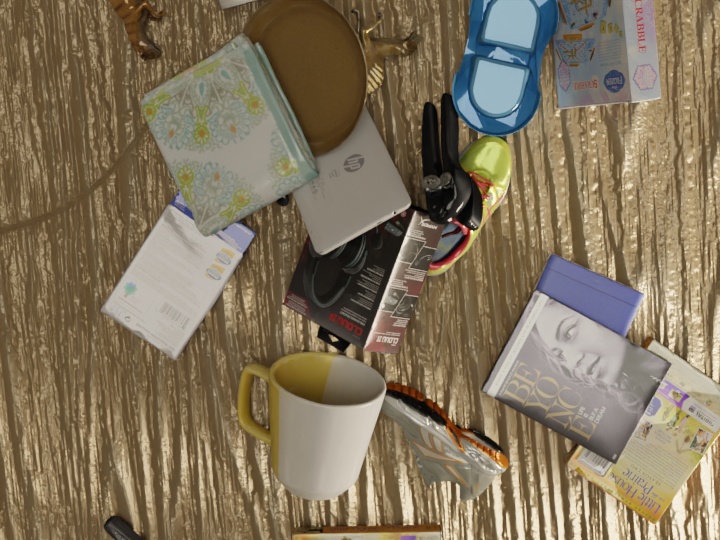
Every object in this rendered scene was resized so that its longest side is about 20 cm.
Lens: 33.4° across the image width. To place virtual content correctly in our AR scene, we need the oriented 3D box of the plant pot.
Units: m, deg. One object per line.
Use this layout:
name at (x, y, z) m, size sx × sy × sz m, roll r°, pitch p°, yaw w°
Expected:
plant pot at (-0.070, -0.241, 1.484) m, size 0.198 × 0.027 × 0.202 m, roll 9°, pitch 108°, yaw 30°

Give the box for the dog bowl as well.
dog bowl at (0.178, -0.268, 1.495) m, size 0.110 × 0.050 × 0.202 m, roll 12°, pitch 96°, yaw 1°

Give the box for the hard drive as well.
hard drive at (0.265, 0.095, 1.550) m, size 0.131 × 0.025 × 0.202 m, roll 23°, pitch 97°, yaw -1°

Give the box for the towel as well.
towel at (-0.164, -0.168, 1.487) m, size 0.170 × 0.048 × 0.201 m, roll -27°, pitch 87°, yaw 16°

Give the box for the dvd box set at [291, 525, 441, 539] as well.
dvd box set at (0.010, 0.413, 1.590) m, size 0.198 × 0.029 × 0.148 m, roll -2°, pitch 97°, yaw 1°

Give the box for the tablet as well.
tablet at (-0.024, -0.118, 1.473) m, size 0.129 × 0.201 × 0.014 m, roll -28°, pitch 140°, yaw 6°

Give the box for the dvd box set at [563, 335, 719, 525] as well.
dvd box set at (0.379, 0.208, 1.557) m, size 0.146 × 0.029 × 0.201 m, roll 33°, pitch 97°, yaw -2°

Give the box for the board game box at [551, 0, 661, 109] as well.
board game box at (0.281, -0.295, 1.413) m, size 0.041 × 0.200 × 0.202 m, roll -8°, pitch 98°, yaw -13°

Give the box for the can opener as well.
can opener at (0.100, -0.135, 1.465) m, size 0.063 × 0.079 × 0.201 m, roll -22°, pitch 52°, yaw 17°

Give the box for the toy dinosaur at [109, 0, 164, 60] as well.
toy dinosaur at (-0.299, -0.362, 1.499) m, size 0.106 × 0.060 × 0.201 m, roll -29°, pitch 95°, yaw 7°

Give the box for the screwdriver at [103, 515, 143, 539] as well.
screwdriver at (-0.264, 0.399, 1.612) m, size 0.200 × 0.028 × 0.029 m, roll 39°, pitch 68°, yaw -5°

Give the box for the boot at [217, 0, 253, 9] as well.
boot at (-0.091, -0.390, 1.479) m, size 0.198 × 0.073 × 0.091 m, roll -14°, pitch 102°, yaw 5°

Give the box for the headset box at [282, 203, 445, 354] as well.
headset box at (0.000, 0.000, 1.489) m, size 0.148 × 0.077 × 0.202 m, roll 27°, pitch 99°, yaw 37°

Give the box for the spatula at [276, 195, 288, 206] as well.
spatula at (-0.150, -0.168, 1.534) m, size 0.056 × 0.021 × 0.201 m, roll -29°, pitch 101°, yaw 33°

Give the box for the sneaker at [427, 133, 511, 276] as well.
sneaker at (0.132, -0.077, 1.502) m, size 0.078 × 0.090 × 0.201 m, roll 27°, pitch 97°, yaw -1°

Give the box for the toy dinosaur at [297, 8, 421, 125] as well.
toy dinosaur at (-0.020, -0.260, 1.499) m, size 0.199 × 0.058 × 0.102 m, roll -33°, pitch 93°, yaw 3°

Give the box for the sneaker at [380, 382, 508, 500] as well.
sneaker at (0.088, 0.228, 1.553) m, size 0.199 × 0.076 × 0.092 m, roll 35°, pitch 104°, yaw 1°

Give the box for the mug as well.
mug at (-0.059, 0.197, 1.536) m, size 0.148 × 0.186 × 0.155 m, roll -4°, pitch 114°, yaw -28°

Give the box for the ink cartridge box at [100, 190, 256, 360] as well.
ink cartridge box at (-0.233, 0.001, 1.552) m, size 0.119 × 0.042 × 0.201 m, roll 34°, pitch 99°, yaw -2°

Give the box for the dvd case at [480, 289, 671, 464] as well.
dvd case at (0.275, 0.136, 1.531) m, size 0.199 × 0.016 × 0.150 m, roll 28°, pitch 97°, yaw 1°
